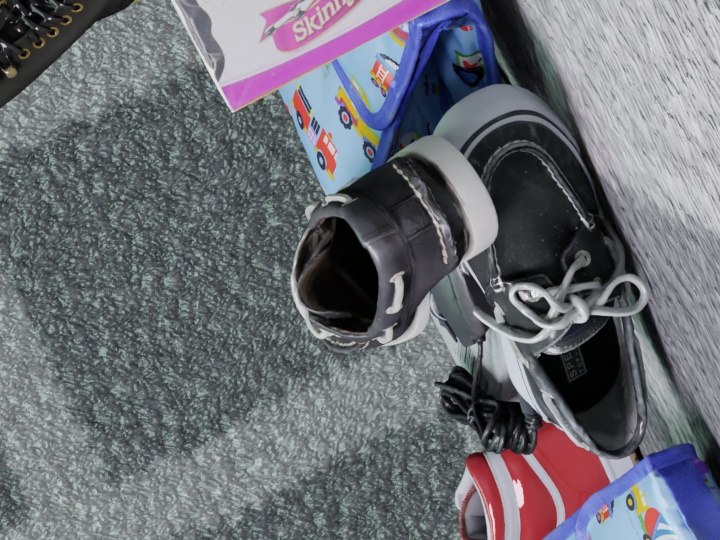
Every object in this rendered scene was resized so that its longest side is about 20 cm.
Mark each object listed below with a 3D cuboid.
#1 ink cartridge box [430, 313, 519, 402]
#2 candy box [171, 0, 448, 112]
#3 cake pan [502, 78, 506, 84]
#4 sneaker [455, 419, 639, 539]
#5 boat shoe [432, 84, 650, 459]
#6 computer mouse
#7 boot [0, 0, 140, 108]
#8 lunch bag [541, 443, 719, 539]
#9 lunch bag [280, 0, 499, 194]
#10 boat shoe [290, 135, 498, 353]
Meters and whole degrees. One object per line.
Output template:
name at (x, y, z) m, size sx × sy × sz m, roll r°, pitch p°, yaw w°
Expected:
ink cartridge box at (0.070, -0.033, 1.716) m, size 0.200 × 0.043 × 0.174 m, roll -117°, pitch 25°, yaw -44°
candy box at (-0.014, -0.148, 0.800) m, size 0.061 × 0.136 × 0.200 m, roll 63°, pitch 180°, yaw -42°
cake pan at (0.082, -0.024, 1.486) m, size 0.201 × 0.037 × 0.200 m, roll 64°, pitch 178°, yaw 3°
sneaker at (0.124, 0.164, 1.709) m, size 0.071 × 0.112 × 0.200 m, roll -118°, pitch 2°, yaw -56°
boat shoe at (0.083, 0.007, 1.257) m, size 0.068 × 0.073 × 0.200 m, roll 51°, pitch 163°, yaw 46°
computer mouse at (0.057, 0.008, 1.624) m, size 0.140 × 0.046 × 0.201 m, roll -140°, pitch 44°, yaw -66°
boot at (-0.156, -0.144, 1.497) m, size 0.077 × 0.138 × 0.200 m, roll 45°, pitch 166°, yaw 6°
lunch bag at (0.161, 0.163, 1.326) m, size 0.200 × 0.094 × 0.151 m, roll 113°, pitch 133°, yaw -72°
lunch bag at (0.012, -0.130, 1.300) m, size 0.200 × 0.094 × 0.151 m, roll 92°, pitch 157°, yaw -61°
boat shoe at (0.000, 0.000, 1.250) m, size 0.074 × 0.060 × 0.200 m, roll 59°, pitch 159°, yaw 1°
